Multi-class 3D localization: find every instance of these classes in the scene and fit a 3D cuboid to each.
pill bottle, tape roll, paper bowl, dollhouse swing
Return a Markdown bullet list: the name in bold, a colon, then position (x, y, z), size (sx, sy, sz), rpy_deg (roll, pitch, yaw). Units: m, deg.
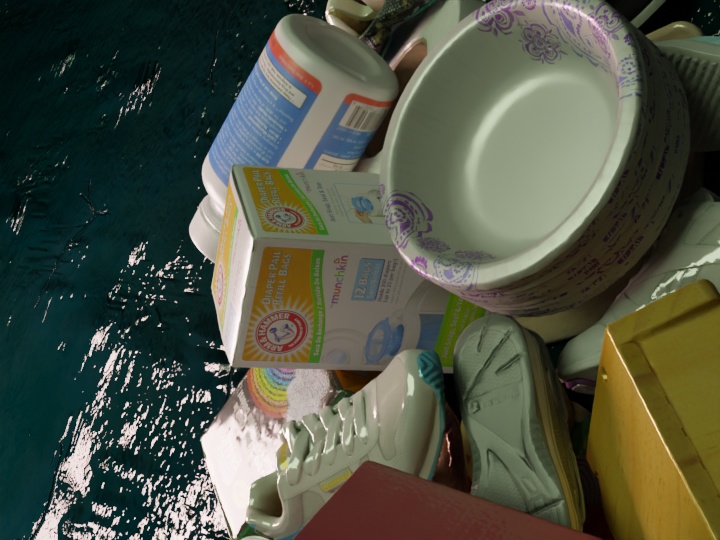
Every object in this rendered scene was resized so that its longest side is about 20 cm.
- **pill bottle**: position (-0.062, -0.096, 1.137), size (0.201, 0.112, 0.113), rpy_deg (-57, 33, 24)
- **tape roll**: position (0.056, -0.127, 1.134), size (0.203, 0.070, 0.203), rpy_deg (-55, 21, 33)
- **paper bowl**: position (0.116, -0.068, 0.886), size (0.200, 0.104, 0.202), rpy_deg (-21, 57, 35)
- **dollhouse swing**: position (0.244, 0.115, 0.757), size (0.183, 0.174, 0.201), rpy_deg (87, 166, -48)

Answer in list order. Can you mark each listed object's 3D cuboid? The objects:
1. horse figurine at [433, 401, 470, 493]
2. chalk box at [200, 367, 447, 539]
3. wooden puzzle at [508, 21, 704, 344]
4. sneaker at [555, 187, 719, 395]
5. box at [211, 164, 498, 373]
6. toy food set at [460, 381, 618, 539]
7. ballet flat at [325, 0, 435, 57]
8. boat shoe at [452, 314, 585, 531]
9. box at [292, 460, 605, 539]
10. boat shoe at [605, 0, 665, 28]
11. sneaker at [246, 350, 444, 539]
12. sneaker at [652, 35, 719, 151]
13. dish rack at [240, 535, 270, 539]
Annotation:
- **horse figurine**: position (0.048, 0.192, 0.915), size (0.133, 0.050, 0.201), rpy_deg (-54, 31, 29)
- **chalk box**: position (-0.037, 0.147, 1.093), size (0.201, 0.123, 0.125), rpy_deg (-55, 35, 21)
- **wooden puzzle**: position (0.174, -0.055, 0.991), size (0.184, 0.037, 0.202), rpy_deg (-21, 58, 49)
- **sneaker**: position (0.204, 0.012, 0.861), size (0.199, 0.075, 0.100), rpy_deg (-32, 51, 30)
- **box**: position (0.000, 0.000, 1.012), size (0.102, 0.198, 0.113), rpy_deg (-113, 31, -53)
- **toy food set**: position (0.104, 0.174, 0.932), size (0.201, 0.048, 0.198), rpy_deg (-60, 32, 11)
- **ballet flat**: position (0.011, -0.219, 1.154), size (0.200, 0.072, 0.073), rpy_deg (-42, 38, 53)
- **boat shoe**: position (0.104, 0.129, 0.857), size (0.074, 0.065, 0.204), rpy_deg (-21, 69, 32)
- **box**: position (0.063, 0.207, 0.761), size (0.199, 0.109, 0.129), rpy_deg (15, 124, 27)
- **boat shoe**: position (0.168, -0.192, 1.002), size (0.200, 0.060, 0.074), rpy_deg (-51, 20, -17)
- **sneaker**: position (-0.008, 0.122, 0.908), size (0.077, 0.080, 0.200), rpy_deg (-93, 27, -44)
- **sneaker**: position (0.252, -0.121, 0.880), size (0.199, 0.082, 0.075), rpy_deg (9, 119, 48)
- **dish rack**: position (-0.071, 0.315, 1.013), size (0.200, 0.043, 0.172), rpy_deg (49, 117, 16)
